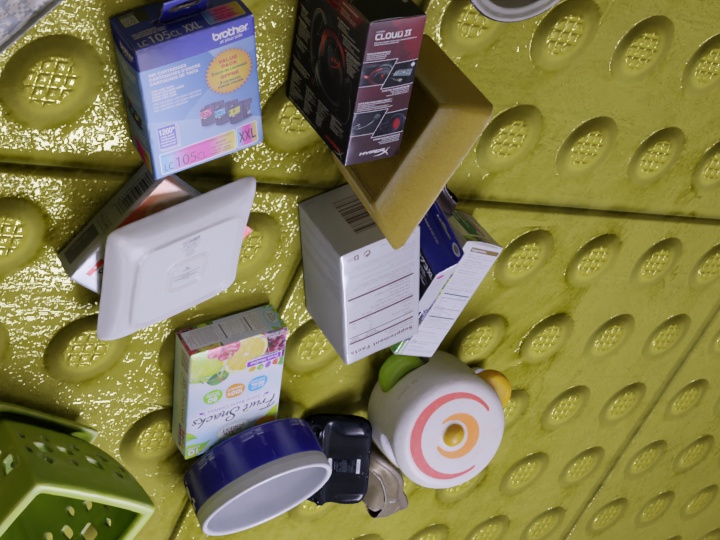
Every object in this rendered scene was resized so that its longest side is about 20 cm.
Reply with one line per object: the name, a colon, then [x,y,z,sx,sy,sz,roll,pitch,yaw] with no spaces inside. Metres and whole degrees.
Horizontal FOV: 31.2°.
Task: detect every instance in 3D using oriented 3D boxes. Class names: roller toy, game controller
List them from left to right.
game controller: [-0.037,0.289,1.960,0.104,0.042,0.201,-3,134,-7]
roller toy: [0.116,0.223,1.918,0.199,0.140,0.183,7,104,-25]

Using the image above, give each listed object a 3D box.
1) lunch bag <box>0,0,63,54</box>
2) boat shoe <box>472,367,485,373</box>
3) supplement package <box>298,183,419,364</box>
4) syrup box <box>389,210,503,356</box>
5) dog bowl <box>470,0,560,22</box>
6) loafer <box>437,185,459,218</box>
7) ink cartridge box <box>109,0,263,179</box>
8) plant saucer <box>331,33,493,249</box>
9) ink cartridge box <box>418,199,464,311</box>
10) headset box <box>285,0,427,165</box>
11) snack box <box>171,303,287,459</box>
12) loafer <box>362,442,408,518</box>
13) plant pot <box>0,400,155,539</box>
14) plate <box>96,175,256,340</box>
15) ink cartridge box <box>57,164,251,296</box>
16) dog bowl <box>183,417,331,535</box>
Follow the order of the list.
lunch bag: [-0.365,-0.244,1.096,0.200,0.164,0.118,-40,140,2]
boat shoe: [0.143,0.244,2.059,0.073,0.068,0.200,22,88,-36]
supplement package: [0.000,0.000,1.667,0.117,0.117,0.201,-23,139,-20]
syrup box: [0.103,0.019,1.800,0.081,0.079,0.200,9,122,-43]
dog bowl: [0.182,-0.389,1.470,0.199,0.074,0.201,-21,138,-21]
loafer: [0.084,-0.134,1.639,0.071,0.073,0.200,-42,143,1]
ink cartridge box: [-0.181,-0.211,1.352,0.136,0.076,0.201,-23,137,-20]
plant saucer: [0.042,-0.158,1.489,0.048,0.200,0.200,19,114,-35]
ink cartridge box: [0.078,-0.020,1.668,0.037,0.095,0.200,-21,164,-20]
headset box: [-0.007,-0.240,1.401,0.075,0.149,0.201,-14,135,-27]
snack box: [-0.176,0.149,1.722,0.142,0.053,0.201,-15,136,-27]
loafer: [0.028,0.344,2.059,0.067,0.076,0.200,-37,142,-12]
plant pot: [-0.403,0.278,1.562,0.199,0.182,0.200,-49,140,11]
plate: [-0.210,-0.006,1.507,0.199,0.032,0.200,-25,151,-31]
ink cartridge box: [-0.231,-0.021,1.515,0.162,0.050,0.200,-45,138,7]
dog bowl: [-0.145,0.291,1.819,0.199,0.079,0.200,-24,157,-11]
